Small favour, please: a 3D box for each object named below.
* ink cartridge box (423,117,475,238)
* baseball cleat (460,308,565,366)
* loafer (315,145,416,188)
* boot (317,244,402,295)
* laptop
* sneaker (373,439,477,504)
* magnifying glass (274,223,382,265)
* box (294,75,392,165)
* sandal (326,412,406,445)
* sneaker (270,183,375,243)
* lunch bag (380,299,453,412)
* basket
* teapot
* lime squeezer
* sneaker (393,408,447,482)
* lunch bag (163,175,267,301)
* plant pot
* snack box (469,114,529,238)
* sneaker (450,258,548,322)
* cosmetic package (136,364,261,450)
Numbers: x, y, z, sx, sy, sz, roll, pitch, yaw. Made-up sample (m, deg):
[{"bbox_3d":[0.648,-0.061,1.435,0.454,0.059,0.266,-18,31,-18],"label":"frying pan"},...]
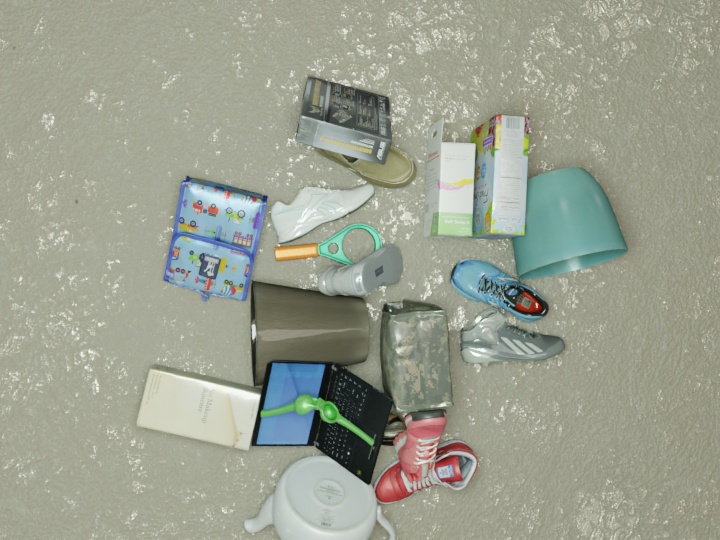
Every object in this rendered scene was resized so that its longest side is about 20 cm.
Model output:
[{"bbox_3d":[0.159,-0.162,1.459,0.066,0.117,0.204,2,90,-9],"label":"ink cartridge box"},{"bbox_3d":[0.281,0.121,1.492,0.196,0.070,0.109,-7,106,-8],"label":"baseball cleat"},{"bbox_3d":[0.010,-0.204,1.463,0.197,0.067,0.077,19,88,-7],"label":"loafer"},{"bbox_3d":[0.000,0.000,1.427,0.094,0.199,0.075,-3,97,26],"label":"boot"},{"bbox_3d":[-0.067,0.257,1.367,0.198,0.103,0.180,29,119,29],"label":"laptop"},{"bbox_3d":[0.117,0.366,1.452,0.197,0.112,0.072,-25,93,-7],"label":"sneaker"},{"bbox_3d":[-0.057,-0.040,1.476,0.196,0.022,0.081,-6,91,-7],"label":"magnifying glass"},{"bbox_3d":[-0.027,-0.261,1.396,0.155,0.201,0.049,13,121,-8],"label":"box"},{"bbox_3d":[0.031,0.283,1.470,0.196,0.082,0.056,0,68,-1],"label":"sandal"},{"bbox_3d":[-0.068,-0.120,1.452,0.197,0.070,0.081,-24,90,-7],"label":"sneaker"},{"bbox_3d":[0.088,0.141,1.408,0.115,0.200,0.167,-5,94,-8],"label":"lunch bag"},{"bbox_3d":[-0.090,0.105,1.419,0.196,0.136,0.184,-2,84,-12],"label":"basket"},{"bbox_3d":[-0.065,0.434,1.412,0.196,0.199,0.148,-19,136,-41],"label":"teapot"},{"bbox_3d":[-0.070,0.241,1.335,0.196,0.038,0.072,13,114,7],"label":"lime squeezer"},{"bbox_3d":[0.108,0.294,1.356,0.072,0.201,0.088,-3,59,-11],"label":"sneaker"},{"bbox_3d":[-0.256,-0.046,1.427,0.148,0.094,0.204,12,100,-9],"label":"lunch bag"},{"bbox_3d":[0.358,-0.088,1.454,0.197,0.201,0.164,-11,80,-8],"label":"plant pot"},{"bbox_3d":[0.242,-0.160,1.445,0.066,0.169,0.204,2,89,-7],"label":"snack box"},{"bbox_3d":[0.260,0.033,1.486,0.197,0.090,0.080,22,87,-6],"label":"sneaker"},{"bbox_3d":[-0.279,0.238,1.418,0.196,0.073,0.106,13,88,-7],"label":"cosmetic package"}]
